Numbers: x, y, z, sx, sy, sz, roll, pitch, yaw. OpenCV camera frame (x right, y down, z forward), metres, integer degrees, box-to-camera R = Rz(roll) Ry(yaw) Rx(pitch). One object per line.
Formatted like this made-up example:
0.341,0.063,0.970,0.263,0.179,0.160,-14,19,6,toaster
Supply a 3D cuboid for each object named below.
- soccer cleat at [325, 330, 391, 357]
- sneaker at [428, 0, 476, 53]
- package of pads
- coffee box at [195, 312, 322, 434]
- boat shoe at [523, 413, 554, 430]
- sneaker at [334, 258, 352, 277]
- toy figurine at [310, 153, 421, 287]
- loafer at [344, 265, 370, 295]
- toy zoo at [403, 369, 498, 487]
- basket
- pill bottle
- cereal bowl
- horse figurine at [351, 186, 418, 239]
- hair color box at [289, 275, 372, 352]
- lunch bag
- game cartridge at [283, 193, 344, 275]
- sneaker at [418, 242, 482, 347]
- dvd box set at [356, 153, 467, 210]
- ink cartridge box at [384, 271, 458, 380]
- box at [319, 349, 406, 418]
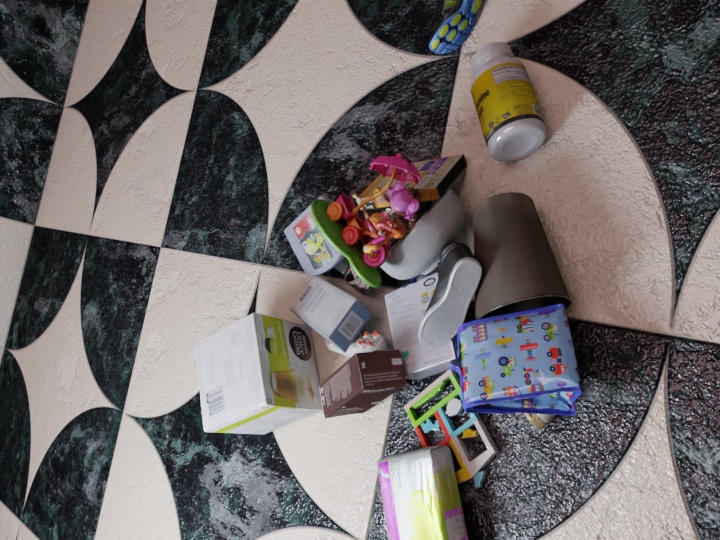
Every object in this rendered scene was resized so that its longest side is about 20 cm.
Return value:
-0.007,0.163,1.284,0.070,0.078,0.197,-47,27,-26,soccer cleat
0.206,-0.555,1.288,0.083,0.070,0.203,39,104,52,sneaker
0.113,0.431,1.096,0.153,0.067,0.206,-26,68,42,package of pads
-0.225,0.238,1.355,0.197,0.196,0.205,-27,62,29,coffee box
0.252,0.195,1.053,0.199,0.073,0.067,39,98,38,boat shoe
-0.039,-0.059,1.368,0.198,0.059,0.106,36,101,35,sneaker
0.035,-0.108,1.060,0.184,0.149,0.203,-42,66,21,toy figurine
0.000,0.000,1.237,0.061,0.201,0.074,16,69,1,loafer
0.172,0.307,1.126,0.131,0.020,0.203,-42,56,24,toy zoo
0.265,-0.019,1.061,0.179,0.133,0.206,-30,56,44,basket
0.271,-0.320,1.140,0.111,0.111,0.206,-25,64,31,pill bottle
0.129,-0.054,1.162,0.083,0.200,0.200,46,113,-2,cereal bowl
0.041,-0.102,1.202,0.196,0.134,0.051,-11,36,39,horse figurine
-0.067,0.088,1.300,0.100,0.061,0.199,-52,33,-8,hair color box
0.242,0.149,0.983,0.193,0.095,0.154,-5,53,9,lunch bag
-0.091,-0.067,1.315,0.135,0.040,0.199,58,144,0,game cartridge
0.157,0.040,1.088,0.100,0.069,0.204,-88,18,-58,sneaker
0.104,-0.180,1.238,0.196,0.030,0.147,-4,32,38,dvd box set
0.128,0.095,1.179,0.134,0.075,0.206,-24,67,32,ink cartridge box
0.001,0.225,1.189,0.200,0.097,0.077,-51,47,52,box
